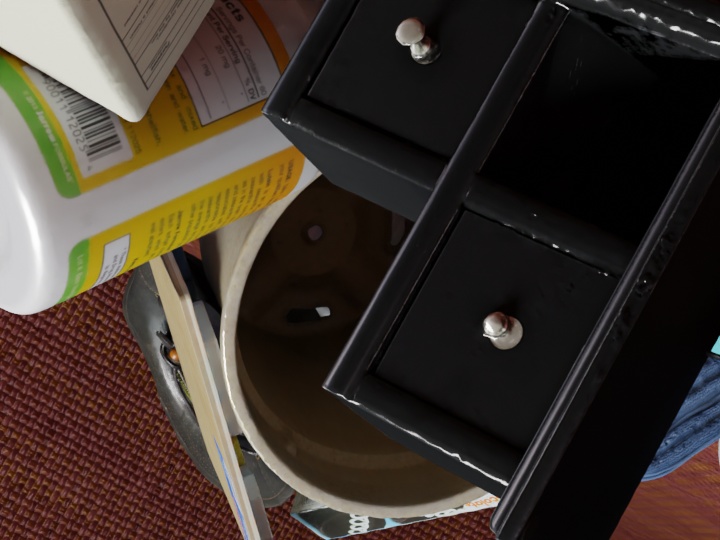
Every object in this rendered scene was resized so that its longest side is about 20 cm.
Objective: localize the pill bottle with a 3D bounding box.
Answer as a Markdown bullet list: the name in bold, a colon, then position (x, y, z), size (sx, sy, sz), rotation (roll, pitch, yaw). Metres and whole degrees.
- **pill bottle**: position (-0.082, -0.069, 0.775), size (0.111, 0.199, 0.111), rotation (36, 140, 38)

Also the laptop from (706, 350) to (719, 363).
- **laptop**: position (0.226, 0.122, 0.705), size (0.187, 0.201, 0.116), rotation (20, -147, 27)

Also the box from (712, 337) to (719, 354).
- **box**: position (0.153, -0.009, 0.761), size (0.049, 0.083, 0.200), rotation (36, 170, -33)

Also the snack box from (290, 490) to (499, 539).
- **snack box**: position (0.052, 0.078, 1.013), size (0.199, 0.117, 0.037), rotation (-18, 135, 42)

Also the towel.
- **towel**: position (0.170, 0.070, 1.031), size (0.049, 0.111, 0.200), rotation (54, 180, -4)

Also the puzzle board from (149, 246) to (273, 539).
- **puzzle board**: position (-0.086, 0.062, 1.019), size (0.151, 0.017, 0.201), rotation (-123, 17, -58)

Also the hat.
- **hat**: position (-0.069, 0.053, 1.142), size (0.201, 0.081, 0.201), rotation (42, 146, 37)

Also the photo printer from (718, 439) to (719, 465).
- **photo printer**: position (0.283, 0.154, 0.992), size (0.166, 0.069, 0.201), rotation (16, -136, -29)

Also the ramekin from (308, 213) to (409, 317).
- **ramekin**: position (0.025, -0.009, 1.154), size (0.200, 0.105, 0.200), rotation (29, 172, 4)

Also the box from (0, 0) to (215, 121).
- **box**: position (-0.102, -0.151, 0.611), size (0.109, 0.128, 0.200), rotation (30, 172, 6)

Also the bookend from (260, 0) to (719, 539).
- **bookend**: position (0.036, -0.020, 0.680), size (0.199, 0.199, 0.092), rotation (27, 172, 28)

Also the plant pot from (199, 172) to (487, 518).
- **plant pot**: position (0.000, 0.000, 0.951), size (0.200, 0.201, 0.183), rotation (33, -177, -26)
